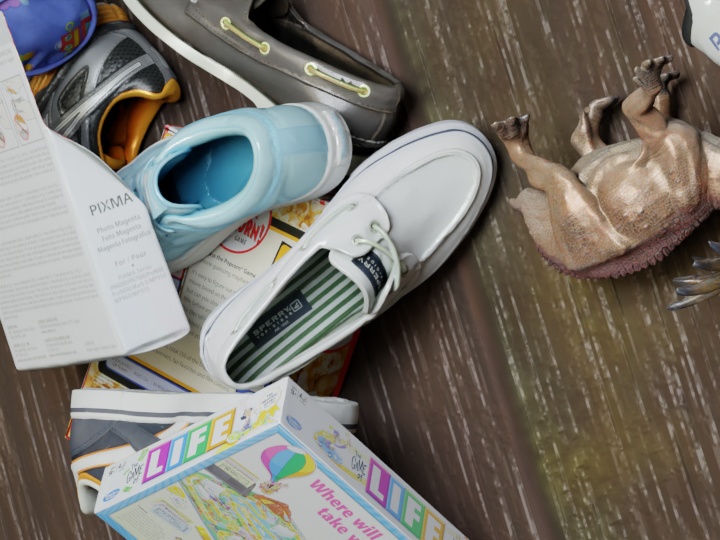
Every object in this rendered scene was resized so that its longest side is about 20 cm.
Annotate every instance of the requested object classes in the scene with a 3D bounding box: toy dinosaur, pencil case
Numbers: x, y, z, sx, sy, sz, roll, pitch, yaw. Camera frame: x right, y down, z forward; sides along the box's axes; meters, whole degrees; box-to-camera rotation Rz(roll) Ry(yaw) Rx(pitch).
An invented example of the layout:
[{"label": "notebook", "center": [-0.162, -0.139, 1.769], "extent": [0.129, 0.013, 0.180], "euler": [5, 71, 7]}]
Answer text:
[{"label": "toy dinosaur", "center": [0.146, -0.030, 1.462], "extent": [0.200, 0.086, 0.136], "euler": [-20, 84, 38]}, {"label": "pencil case", "center": [-0.235, -0.198, 1.676], "extent": [0.087, 0.078, 0.200], "euler": [-34, 55, -5]}]

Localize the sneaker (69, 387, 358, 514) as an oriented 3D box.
[{"label": "sneaker", "center": [-0.081, 0.105, 1.559], "extent": [0.200, 0.078, 0.080], "euler": [-3, 83, 43]}]

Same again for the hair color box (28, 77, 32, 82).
[{"label": "hair color box", "center": [-0.269, -0.155, 1.764], "extent": [0.200, 0.061, 0.102], "euler": [39, 108, 29]}]

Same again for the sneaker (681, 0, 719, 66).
[{"label": "sneaker", "center": [0.214, -0.183, 1.419], "extent": [0.115, 0.080, 0.200], "euler": [34, 109, 29]}]

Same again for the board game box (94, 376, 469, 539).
[{"label": "board game box", "center": [-0.027, 0.151, 1.514], "extent": [0.134, 0.200, 0.034], "euler": [-27, 35, 31]}]

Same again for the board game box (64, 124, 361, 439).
[{"label": "board game box", "center": [-0.078, 0.035, 1.632], "extent": [0.151, 0.046, 0.201], "euler": [26, 103, 33]}]

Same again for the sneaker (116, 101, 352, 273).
[{"label": "sneaker", "center": [-0.101, -0.049, 1.568], "extent": [0.200, 0.082, 0.074], "euler": [-27, 74, 38]}]

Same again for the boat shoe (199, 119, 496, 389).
[{"label": "boat shoe", "center": [0.000, 0.000, 1.530], "extent": [0.200, 0.067, 0.074], "euler": [-44, 107, 2]}]

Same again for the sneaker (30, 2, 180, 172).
[{"label": "sneaker", "center": [-0.179, -0.060, 1.691], "extent": [0.077, 0.078, 0.200], "euler": [37, 108, 25]}]

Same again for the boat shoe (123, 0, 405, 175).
[{"label": "boat shoe", "center": [-0.057, -0.133, 1.612], "extent": [0.201, 0.072, 0.061], "euler": [39, 112, 21]}]

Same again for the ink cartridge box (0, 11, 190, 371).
[{"label": "ink cartridge box", "center": [-0.179, -0.045, 1.595], "extent": [0.162, 0.057, 0.201], "euler": [-10, 96, 61]}]
